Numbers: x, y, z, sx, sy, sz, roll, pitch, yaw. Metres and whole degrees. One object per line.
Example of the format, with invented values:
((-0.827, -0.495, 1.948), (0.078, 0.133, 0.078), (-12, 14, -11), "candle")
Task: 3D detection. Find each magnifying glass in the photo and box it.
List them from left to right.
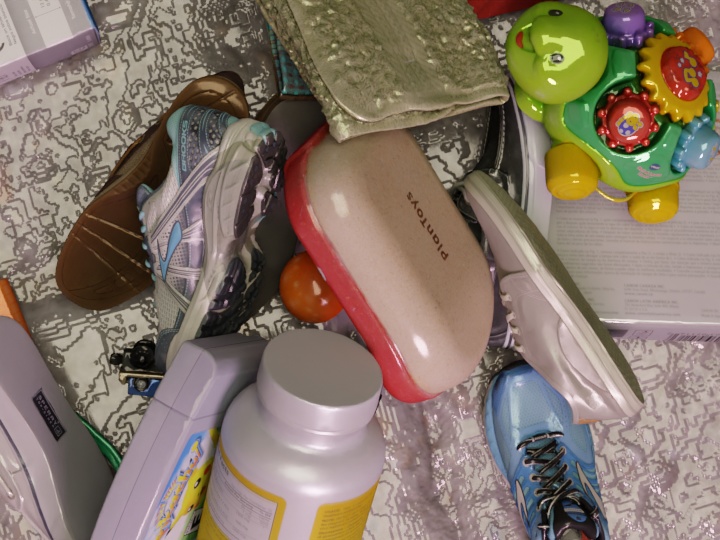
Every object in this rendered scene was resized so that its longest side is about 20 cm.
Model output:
((-0.226, 0.103, 1.232), (0.079, 0.022, 0.202), (-23, 92, -5), "magnifying glass")

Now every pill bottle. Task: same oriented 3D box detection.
((-0.045, 0.143, 1.155), (0.111, 0.112, 0.202), (13, 123, -4), "pill bottle")

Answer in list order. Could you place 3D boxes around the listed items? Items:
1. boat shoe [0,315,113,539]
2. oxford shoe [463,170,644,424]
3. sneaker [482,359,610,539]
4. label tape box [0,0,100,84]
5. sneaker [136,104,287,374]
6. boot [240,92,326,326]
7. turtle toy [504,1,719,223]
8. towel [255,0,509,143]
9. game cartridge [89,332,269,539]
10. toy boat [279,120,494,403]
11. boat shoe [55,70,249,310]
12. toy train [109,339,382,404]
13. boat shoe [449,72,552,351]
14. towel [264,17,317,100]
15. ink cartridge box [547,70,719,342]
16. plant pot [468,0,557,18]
((-0.231, 0.130, 1.190), (0.065, 0.072, 0.201), (-19, 109, 28), "boat shoe")
((0.122, 0.023, 1.181), (0.057, 0.075, 0.201), (-31, 94, 17), "oxford shoe")
((0.146, 0.159, 1.225), (0.078, 0.090, 0.202), (-18, 89, -5), "sneaker")
((-0.301, -0.194, 1.212), (0.198, 0.066, 0.145), (-23, 90, -7), "label tape box")
((-0.112, -0.021, 1.168), (0.086, 0.077, 0.202), (27, 117, 19), "sneaker")
((-0.080, -0.039, 1.231), (0.073, 0.076, 0.201), (26, 101, -19), "boot")
((0.175, -0.125, 1.184), (0.198, 0.101, 0.147), (14, 65, -31), "turtle toy")
((0.005, -0.181, 1.158), (0.147, 0.037, 0.201), (-17, 67, -28), "towel")
((-0.126, 0.140, 1.163), (0.040, 0.133, 0.202), (27, 100, 19), "game cartridge")
((0.000, 0.000, 1.177), (0.130, 0.131, 0.201), (-22, 106, 35), "toy boat")
((-0.145, -0.060, 1.221), (0.072, 0.072, 0.201), (32, 108, -11), "boat shoe")
((-0.083, 0.082, 1.239), (0.198, 0.034, 0.046), (7, 98, -5), "toy train")
((0.096, -0.043, 1.236), (0.070, 0.072, 0.203), (1, 90, -9), "boat shoe")
((-0.004, -0.212, 1.214), (0.145, 0.022, 0.202), (-3, 68, -18), "towel")
((0.210, -0.050, 1.270), (0.158, 0.047, 0.202), (2, 72, -4), "ink cartridge box")
((0.163, -0.307, 1.190), (0.198, 0.176, 0.202), (-14, 90, -10), "plant pot")
